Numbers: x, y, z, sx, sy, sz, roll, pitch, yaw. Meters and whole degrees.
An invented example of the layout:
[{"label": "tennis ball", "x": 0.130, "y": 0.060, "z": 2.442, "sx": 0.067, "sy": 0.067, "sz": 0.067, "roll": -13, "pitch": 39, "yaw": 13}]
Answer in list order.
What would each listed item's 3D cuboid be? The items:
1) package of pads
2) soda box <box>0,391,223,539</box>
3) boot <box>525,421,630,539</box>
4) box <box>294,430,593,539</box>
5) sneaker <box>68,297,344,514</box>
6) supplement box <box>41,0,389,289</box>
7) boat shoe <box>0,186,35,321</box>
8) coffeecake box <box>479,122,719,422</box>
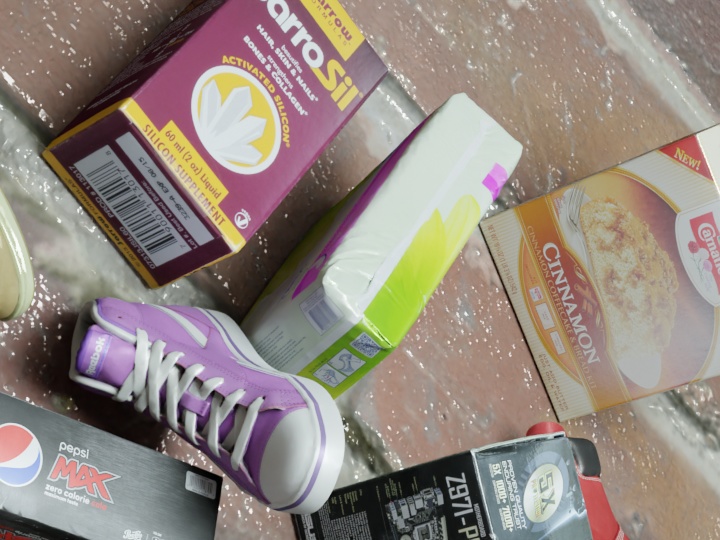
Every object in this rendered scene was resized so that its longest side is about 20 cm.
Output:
[{"label": "package of pads", "x": 0.000, "y": 0.000, "z": 1.301, "sx": 0.068, "sy": 0.154, "sz": 0.200, "roll": 42, "pitch": 47, "yaw": -6}, {"label": "soda box", "x": -0.174, "y": 0.115, "z": 1.150, "sx": 0.200, "sy": 0.071, "sz": 0.064, "roll": 26, "pitch": 59, "yaw": -34}, {"label": "boot", "x": 0.123, "y": 0.175, "z": 1.388, "sx": 0.200, "sy": 0.072, "sz": 0.145, "roll": -14, "pitch": 83, "yaw": -68}, {"label": "box", "x": 0.061, "y": 0.212, "z": 1.271, "sx": 0.086, "sy": 0.164, "sz": 0.201, "roll": -5, "pitch": 77, "yaw": -43}, {"label": "sneaker", "x": -0.096, "y": 0.072, "z": 1.178, "sx": 0.114, "sy": 0.200, "sz": 0.073, "roll": 14, "pitch": 101, "yaw": -36}, {"label": "supplement box", "x": -0.083, "y": -0.097, "z": 1.305, "sx": 0.110, "sy": 0.086, "sz": 0.200, "roll": 52, "pitch": 47, "yaw": -15}, {"label": "boat shoe", "x": -0.248, "y": -0.054, "z": 1.148, "sx": 0.063, "sy": 0.073, "sz": 0.201, "roll": -33, "pitch": 96, "yaw": -38}, {"label": "coffeecake box", "x": 0.198, "y": 0.001, "z": 1.452, "sx": 0.073, "sy": 0.200, "sz": 0.154, "roll": -22, "pitch": 90, "yaw": -45}]
